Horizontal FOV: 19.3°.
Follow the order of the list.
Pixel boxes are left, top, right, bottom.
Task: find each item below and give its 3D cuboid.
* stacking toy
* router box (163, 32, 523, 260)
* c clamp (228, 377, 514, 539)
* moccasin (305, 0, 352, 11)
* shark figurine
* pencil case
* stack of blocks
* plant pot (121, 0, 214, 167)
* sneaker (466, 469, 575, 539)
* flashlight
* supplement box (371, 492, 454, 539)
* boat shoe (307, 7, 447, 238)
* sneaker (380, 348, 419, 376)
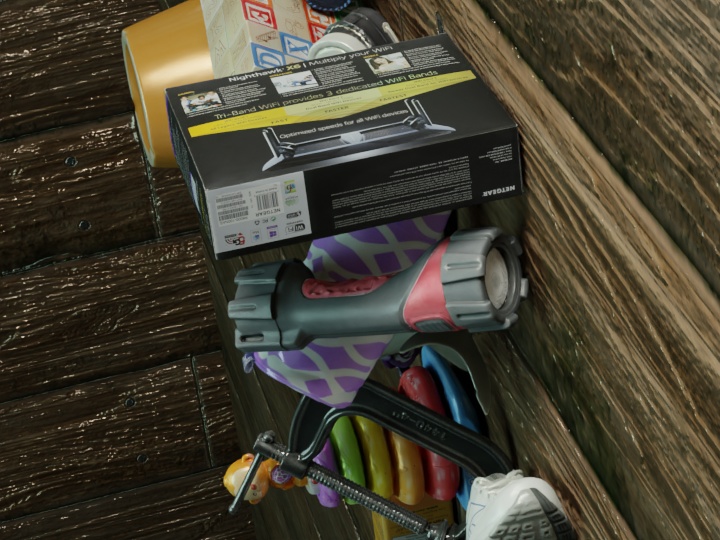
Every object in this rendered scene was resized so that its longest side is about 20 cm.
[{"bbox_3d":[-0.009,0.143,1.649,0.110,0.199,0.116,-118,18,-60],"label":"stacking toy"},{"bbox_3d":[-0.014,-0.083,1.351,0.157,0.199,0.052,-116,17,-59],"label":"router box"},{"bbox_3d":[0.013,0.153,1.580,0.027,0.199,0.171,-59,-10,-54],"label":"c clamp"},{"bbox_3d":[-0.031,-0.268,1.562,0.068,0.080,0.200,-95,-1,-46],"label":"moccasin"},{"bbox_3d":[0.061,0.049,1.564,0.090,0.128,0.214,53,159,-16],"label":"shark figurine"},{"bbox_3d":[0.000,0.000,1.480,0.200,0.084,0.086,-60,7,10],"label":"pencil case"},{"bbox_3d":[-0.056,-0.181,1.644,0.059,0.115,0.200,-57,30,33],"label":"stack of blocks"},{"bbox_3d":[-0.110,-0.171,1.883,0.200,0.183,0.201,167,90,-81],"label":"plant pot"},{"bbox_3d":[0.098,0.174,1.454,0.200,0.074,0.087,100,160,-67],"label":"sneaker"},{"bbox_3d":[0.009,0.011,1.389,0.068,0.199,0.068,-33,-65,-53],"label":"flashlight"},{"bbox_3d":[0.049,0.249,1.879,0.067,0.069,0.200,-112,10,-54],"label":"supplement box"},{"bbox_3d":[0.023,-0.097,1.551,0.074,0.060,0.200,-4,123,39],"label":"boat shoe"},{"bbox_3d":[0.027,0.031,1.745,0.088,0.074,0.200,61,177,12],"label":"sneaker"}]
